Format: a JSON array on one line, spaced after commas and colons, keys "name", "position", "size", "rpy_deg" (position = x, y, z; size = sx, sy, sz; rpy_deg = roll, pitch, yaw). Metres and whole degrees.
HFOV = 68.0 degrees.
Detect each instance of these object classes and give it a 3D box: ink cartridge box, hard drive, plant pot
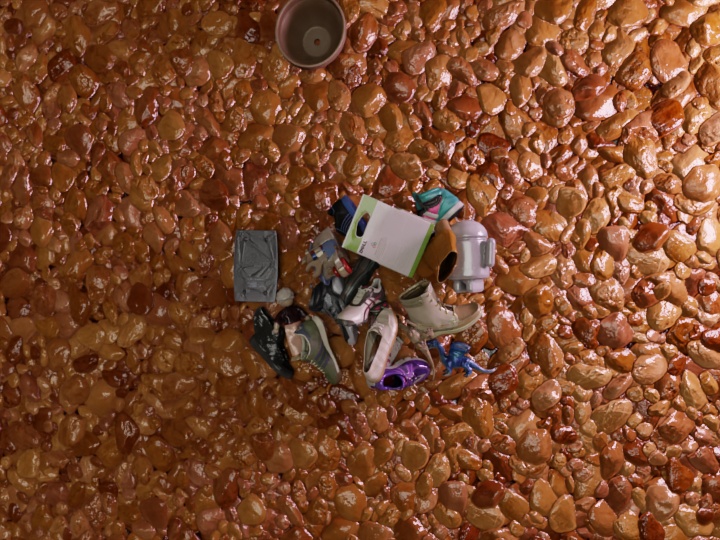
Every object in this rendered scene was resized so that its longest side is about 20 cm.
[{"name": "ink cartridge box", "position": [0.069, -0.092, 1.361], "size": [0.197, 0.076, 0.150], "rpy_deg": [23, 99, -6]}, {"name": "hard drive", "position": [-0.295, -0.012, 1.527], "size": [0.132, 0.042, 0.205], "rpy_deg": [1, 90, 9]}, {"name": "plant pot", "position": [-0.130, -0.647, 1.474], "size": [0.196, 0.093, 0.206], "rpy_deg": [0, 90, 8]}]

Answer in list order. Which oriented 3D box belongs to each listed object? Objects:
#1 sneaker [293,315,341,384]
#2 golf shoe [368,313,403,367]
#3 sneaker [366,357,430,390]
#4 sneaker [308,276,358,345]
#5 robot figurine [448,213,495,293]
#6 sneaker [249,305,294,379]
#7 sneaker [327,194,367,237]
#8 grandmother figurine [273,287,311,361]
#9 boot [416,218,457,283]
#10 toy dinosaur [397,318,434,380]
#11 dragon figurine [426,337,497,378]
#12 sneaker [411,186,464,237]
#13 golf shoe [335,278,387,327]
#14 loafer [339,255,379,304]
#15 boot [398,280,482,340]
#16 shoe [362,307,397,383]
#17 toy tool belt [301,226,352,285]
[{"name": "sneaker", "position": [-0.124, 0.232, 1.460], "size": [0.089, 0.067, 0.204], "rpy_deg": [-24, 104, -28]}, {"name": "golf shoe", "position": [0.074, 0.217, 1.456], "size": [0.090, 0.073, 0.205], "rpy_deg": [-5, 89, 7]}, {"name": "sneaker", "position": [0.111, 0.287, 1.410], "size": [0.197, 0.083, 0.083], "rpy_deg": [-7, 103, -32]}, {"name": "sneaker", "position": [-0.078, 0.117, 1.482], "size": [0.112, 0.075, 0.204], "rpy_deg": [-17, 85, 12]}, {"name": "robot figurine", "position": [0.280, -0.043, 1.401], "size": [0.167, 0.112, 0.205], "rpy_deg": [-4, 89, 41]}, {"name": "sneaker", "position": [-0.241, 0.204, 1.511], "size": [0.199, 0.060, 0.105], "rpy_deg": [42, 99, 9]}, {"name": "sneaker", "position": [-0.021, -0.110, 1.459], "size": [0.078, 0.070, 0.202], "rpy_deg": [-38, 63, 16]}, {"name": "grandmother figurine", "position": [-0.193, 0.147, 1.496], "size": [0.060, 0.120, 0.204], "rpy_deg": [-18, 86, 49]}, {"name": "boot", "position": [0.191, -0.016, 1.363], "size": [0.069, 0.146, 0.203], "rpy_deg": [10, 132, -10]}, {"name": "toy dinosaur", "position": [0.158, 0.189, 1.406], "size": [0.058, 0.101, 0.201], "rpy_deg": [-39, 86, -21]}, {"name": "dragon figurine", "position": [0.266, 0.229, 1.428], "size": [0.195, 0.059, 0.102], "rpy_deg": [1, 98, 16]}, {"name": "sneaker", "position": [0.167, -0.150, 1.435], "size": [0.199, 0.083, 0.121], "rpy_deg": [-42, 80, 12]}, {"name": "golf shoe", "position": [-0.002, 0.087, 1.406], "size": [0.076, 0.199, 0.090], "rpy_deg": [7, 111, 33]}, {"name": "loafer", "position": [0.000, 0.000, 1.456], "size": [0.062, 0.072, 0.201], "rpy_deg": [29, 70, 23]}, {"name": "boot", "position": [0.211, 0.092, 1.403], "size": [0.196, 0.073, 0.156], "rpy_deg": [-20, 120, 11]}, {"name": "shoe", "position": [0.047, 0.184, 1.369], "size": [0.069, 0.053, 0.204], "rpy_deg": [-8, 57, 40]}, {"name": "toy tool belt", "position": [-0.095, -0.018, 1.422], "size": [0.122, 0.201, 0.125], "rpy_deg": [-35, 122, 7]}]
